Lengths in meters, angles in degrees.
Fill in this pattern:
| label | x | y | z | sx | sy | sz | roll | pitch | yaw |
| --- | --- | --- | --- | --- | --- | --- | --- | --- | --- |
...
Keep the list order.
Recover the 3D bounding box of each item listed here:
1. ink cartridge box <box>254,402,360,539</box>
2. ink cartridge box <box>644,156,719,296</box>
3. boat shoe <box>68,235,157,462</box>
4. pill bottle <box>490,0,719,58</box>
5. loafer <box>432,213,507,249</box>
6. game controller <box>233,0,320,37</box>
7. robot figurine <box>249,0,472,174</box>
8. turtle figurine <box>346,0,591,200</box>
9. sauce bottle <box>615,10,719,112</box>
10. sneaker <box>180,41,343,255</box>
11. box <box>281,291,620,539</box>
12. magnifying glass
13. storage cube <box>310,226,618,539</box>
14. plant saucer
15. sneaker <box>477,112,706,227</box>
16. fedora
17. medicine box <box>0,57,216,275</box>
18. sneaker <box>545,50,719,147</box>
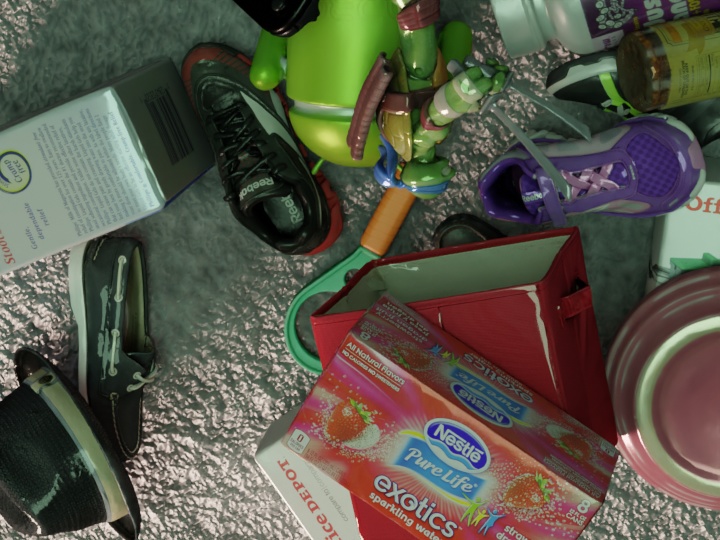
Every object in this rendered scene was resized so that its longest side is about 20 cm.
| label | x | y | z | sx | sy | sz | roll | pitch | yaw |
| --- | --- | --- | --- | --- | --- | --- | --- | --- | --- |
| ink cartridge box | 0.032 | 0.153 | 1.406 | 0.199 | 0.084 | 0.145 | -33 | 97 | 15 |
| ink cartridge box | 0.303 | 0.018 | 1.334 | 0.145 | 0.084 | 0.201 | 6 | 106 | 6 |
| boat shoe | -0.206 | 0.070 | 1.422 | 0.060 | 0.076 | 0.201 | -3 | 105 | 14 |
| pill bottle | 0.198 | -0.230 | 1.269 | 0.199 | 0.112 | 0.113 | -16 | 102 | 12 |
| loafer | 0.126 | 0.042 | 1.371 | 0.073 | 0.072 | 0.200 | -35 | 97 | 16 |
| game controller | -0.074 | -0.256 | 1.275 | 0.042 | 0.200 | 0.105 | 13 | 113 | -38 |
| robot figurine | 0.000 | -0.173 | 1.309 | 0.174 | 0.116 | 0.201 | 2 | 105 | 7 |
| turtle figurine | 0.082 | -0.156 | 1.206 | 0.199 | 0.144 | 0.195 | -1 | 111 | 38 |
| sauce bottle | 0.293 | -0.168 | 1.247 | 0.199 | 0.066 | 0.066 | -14 | 104 | -15 |
| sneaker | -0.085 | -0.095 | 1.351 | 0.071 | 0.098 | 0.201 | -28 | 98 | 17 |
| box | 0.062 | 0.118 | 1.113 | 0.199 | 0.095 | 0.100 | 34 | 112 | 5 |
| magnifying glass | 0.000 | 0.000 | 1.404 | 0.079 | 0.022 | 0.201 | 28 | 106 | 0 |
| storage cube | 0.085 | 0.084 | 1.239 | 0.199 | 0.171 | 0.181 | -8 | 102 | 18 |
| plant saucer | 0.287 | 0.098 | 1.288 | 0.199 | 0.051 | 0.202 | 2 | 106 | 7 |
| sneaker | 0.170 | -0.069 | 1.282 | 0.199 | 0.088 | 0.081 | -3 | 104 | 45 |
| fedora | -0.267 | 0.164 | 1.389 | 0.091 | 0.200 | 0.201 | -30 | 101 | -21 |
| medicine box | -0.240 | -0.079 | 1.331 | 0.199 | 0.182 | 0.103 | -21 | 100 | 13 |
| sneaker | 0.244 | -0.125 | 1.298 | 0.199 | 0.072 | 0.083 | 3 | 88 | 3 |
